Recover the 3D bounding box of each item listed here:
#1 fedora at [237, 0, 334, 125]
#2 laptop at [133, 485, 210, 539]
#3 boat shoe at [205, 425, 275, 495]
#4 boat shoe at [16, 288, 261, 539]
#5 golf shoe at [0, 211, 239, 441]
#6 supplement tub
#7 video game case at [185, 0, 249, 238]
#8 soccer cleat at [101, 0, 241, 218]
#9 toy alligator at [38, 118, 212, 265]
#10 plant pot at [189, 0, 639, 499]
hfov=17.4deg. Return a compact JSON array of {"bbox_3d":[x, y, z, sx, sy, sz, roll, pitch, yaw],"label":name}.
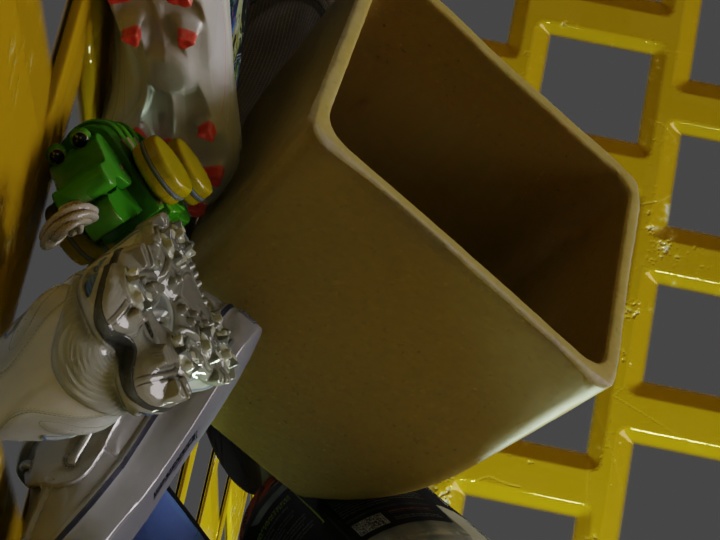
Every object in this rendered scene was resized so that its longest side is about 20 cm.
[{"bbox_3d":[-0.044,-0.096,1.418,0.090,0.176,0.201,20,96,-58],"label":"fedora"},{"bbox_3d":[-0.101,0.130,1.277,0.178,0.103,0.201,-76,-170,-57],"label":"laptop"},{"bbox_3d":[-0.069,0.056,1.394,0.200,0.064,0.074,-120,-156,-51],"label":"boat shoe"},{"bbox_3d":[-0.123,0.087,1.069,0.201,0.065,0.072,-56,173,-18],"label":"boat shoe"},{"bbox_3d":[-0.110,0.029,0.963,0.200,0.097,0.079,-11,78,-82],"label":"golf shoe"},{"bbox_3d":[0.007,0.170,1.239,0.200,0.122,0.124,-147,-114,-68],"label":"supplement tub"},{"bbox_3d":[-0.094,-0.095,1.256,0.200,0.036,0.183,-71,172,-75],"label":"video game case"},{"bbox_3d":[-0.086,-0.100,1.092,0.201,0.069,0.078,94,3,-54],"label":"soccer cleat"},{"bbox_3d":[-0.111,-0.040,1.002,0.054,0.059,0.200,57,9,4],"label":"toy alligator"},{"bbox_3d":[0.000,0.000,1.203,0.200,0.195,0.195,-40,-163,30],"label":"plant pot"}]
